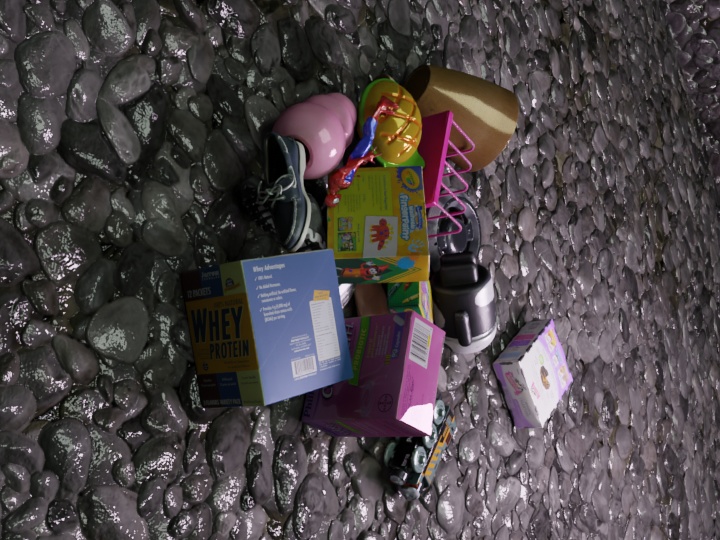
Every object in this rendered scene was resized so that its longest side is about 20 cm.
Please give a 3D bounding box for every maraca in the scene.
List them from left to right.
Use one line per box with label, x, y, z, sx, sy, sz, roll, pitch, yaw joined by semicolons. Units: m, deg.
maraca;0.057;-0.240;1.546;0.137;0.107;0.201;-27;107;-35

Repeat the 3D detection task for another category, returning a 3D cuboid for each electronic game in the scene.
electronic game;0.188;-0.069;1.792;0.199;0.041;0.202;-2;93;-50

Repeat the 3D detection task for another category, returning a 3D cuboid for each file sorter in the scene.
file sorter;0.131;-0.175;1.668;0.125;0.138;0.201;36;56;-42

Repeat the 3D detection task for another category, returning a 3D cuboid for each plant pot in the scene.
plant pot;0.184;-0.327;1.753;0.199;0.186;0.188;26;63;-31

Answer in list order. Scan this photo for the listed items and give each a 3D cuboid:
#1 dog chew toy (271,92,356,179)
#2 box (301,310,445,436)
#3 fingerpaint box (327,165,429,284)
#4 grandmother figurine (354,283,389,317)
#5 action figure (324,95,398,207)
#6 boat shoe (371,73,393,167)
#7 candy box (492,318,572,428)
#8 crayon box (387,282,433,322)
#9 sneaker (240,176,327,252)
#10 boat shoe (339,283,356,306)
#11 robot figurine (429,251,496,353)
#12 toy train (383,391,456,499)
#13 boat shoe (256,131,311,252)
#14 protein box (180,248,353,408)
dog chew toy;-0.067;-0.236;1.459;0.125;0.124;0.200;63;34;-20
box;0.021;0.171;1.413;0.096;0.199;0.177;33;59;-42
fingerpaint box;0.027;-0.077;1.455;0.074;0.165;0.201;87;1;-52
grandmother figurine;0.000;0.000;1.538;0.121;0.060;0.202;-15;92;-45
action figure;-0.001;-0.191;1.440;0.052;0.065;0.201;35;82;-9
boat shoe;0.060;-0.271;1.653;0.064;0.071;0.202;16;71;-50
candy box;0.389;0.230;1.955;0.200;0.071;0.169;-38;112;-48
crayon box;0.091;0.051;1.558;0.200;0.058;0.120;67;21;-60
sneaker;-0.118;-0.101;1.410;0.200;0.066;0.091;43;45;-38
boat shoe;-0.044;0.037;1.461;0.201;0.069;0.066;-61;156;-30
robot figurine;0.198;0.065;1.697;0.150;0.124;0.201;-33;125;-35
toy train;0.112;0.319;1.594;0.114;0.085;0.201;62;42;-36
boat shoe;-0.116;-0.121;1.302;0.062;0.075;0.201;23;53;-40
protein box;-0.135;0.082;1.292;0.198;0.134;0.202;-10;90;-51
